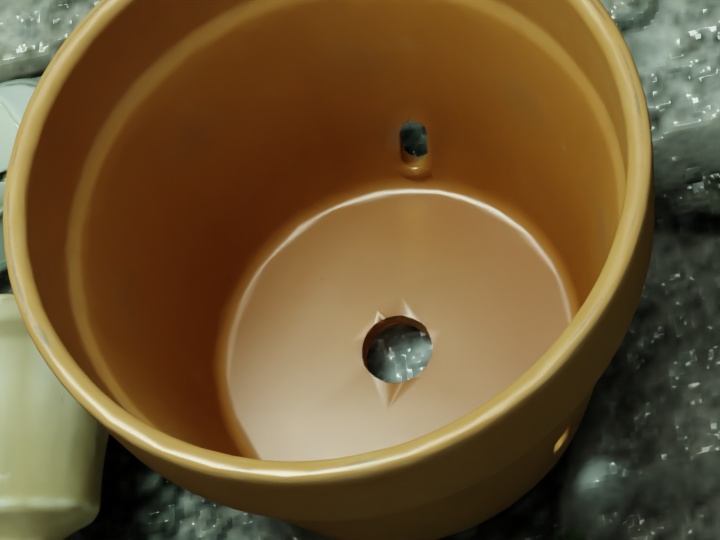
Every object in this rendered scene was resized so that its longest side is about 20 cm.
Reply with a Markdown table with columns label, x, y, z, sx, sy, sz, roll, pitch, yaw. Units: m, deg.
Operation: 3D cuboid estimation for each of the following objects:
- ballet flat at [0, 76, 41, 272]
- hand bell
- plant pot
| label | x | y | z | sx | sy | sz | roll | pitch | yaw |
| --- | --- | --- | --- | --- | --- | --- | --- | --- | --- |
| ballet flat | -0.164 | -0.023 | 0.943 | 0.199 | 0.064 | 0.068 | -31 | 59 | 2 |
| hand bell | -0.113 | 0.117 | 0.860 | 0.103 | 0.104 | 0.201 | -7 | 76 | 16 |
| plant pot | 0.000 | 0.000 | 0.823 | 0.199 | 0.140 | 0.201 | -5 | 63 | 9 |
